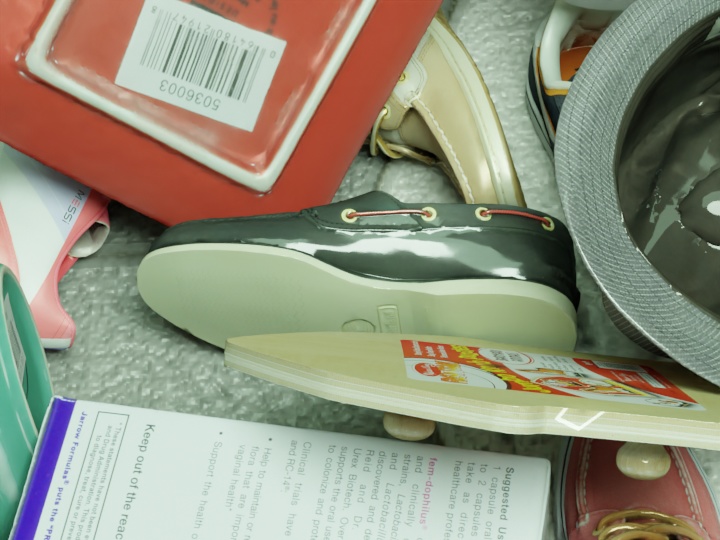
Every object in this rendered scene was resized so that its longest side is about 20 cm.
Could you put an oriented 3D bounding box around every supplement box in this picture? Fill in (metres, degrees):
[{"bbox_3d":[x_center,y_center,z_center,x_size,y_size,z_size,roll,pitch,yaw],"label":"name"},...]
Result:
[{"bbox_3d":[-0.029,0.127,0.673,0.198,0.102,0.104,5,54,8],"label":"supplement box"}]

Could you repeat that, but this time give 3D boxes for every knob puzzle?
[{"bbox_3d":[0.045,0.051,0.664,0.218,0.220,0.031,7,95,9],"label":"knob puzzle"}]

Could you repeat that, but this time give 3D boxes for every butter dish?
[{"bbox_3d":[-0.084,-0.136,0.812,0.200,0.199,0.148,-60,26,6],"label":"butter dish"}]

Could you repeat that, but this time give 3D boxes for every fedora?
[{"bbox_3d":[0.158,-0.028,0.725,0.176,0.090,0.201,33,66,0],"label":"fedora"}]

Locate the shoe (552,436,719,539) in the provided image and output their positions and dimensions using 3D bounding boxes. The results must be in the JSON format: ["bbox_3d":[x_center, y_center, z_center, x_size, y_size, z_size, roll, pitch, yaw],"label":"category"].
[{"bbox_3d":[0.118,0.120,0.675,0.071,0.091,0.201,-4,53,1],"label":"shoe"}]

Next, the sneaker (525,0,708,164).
[{"bbox_3d":[0.132,-0.052,0.809,0.078,0.080,0.201,-20,56,-12],"label":"sneaker"}]

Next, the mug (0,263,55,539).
[{"bbox_3d":[-0.184,0.068,0.696,0.114,0.152,0.186,-15,67,-3],"label":"mug"}]

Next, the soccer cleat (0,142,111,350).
[{"bbox_3d":[-0.150,-0.048,0.840,0.073,0.068,0.201,19,53,-7],"label":"soccer cleat"}]

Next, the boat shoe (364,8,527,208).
[{"bbox_3d":[0.021,-0.089,0.854,0.069,0.074,0.201,-24,53,-1],"label":"boat shoe"}]

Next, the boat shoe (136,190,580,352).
[{"bbox_3d":[0.000,0.002,0.783,0.200,0.074,0.063,4,49,2],"label":"boat shoe"}]

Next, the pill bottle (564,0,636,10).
[{"bbox_3d":[0.120,-0.230,0.796,0.110,0.111,0.202,-4,78,1],"label":"pill bottle"}]
